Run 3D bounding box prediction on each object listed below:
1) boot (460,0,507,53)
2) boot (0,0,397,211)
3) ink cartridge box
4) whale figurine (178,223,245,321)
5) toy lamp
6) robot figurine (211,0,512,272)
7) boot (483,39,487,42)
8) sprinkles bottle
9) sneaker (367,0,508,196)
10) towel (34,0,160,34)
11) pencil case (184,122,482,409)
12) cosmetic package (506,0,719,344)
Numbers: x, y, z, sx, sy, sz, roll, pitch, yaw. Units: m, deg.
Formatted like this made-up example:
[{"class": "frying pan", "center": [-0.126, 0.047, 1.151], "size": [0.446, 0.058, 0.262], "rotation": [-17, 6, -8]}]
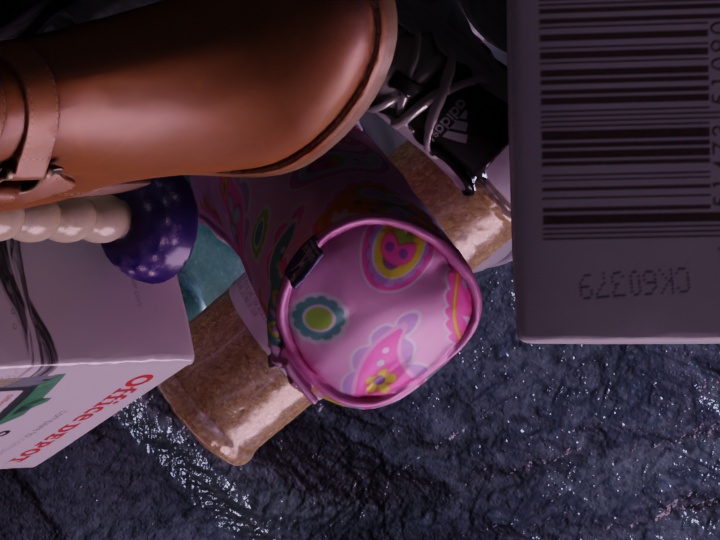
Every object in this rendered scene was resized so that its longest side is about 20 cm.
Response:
[{"class": "boot", "center": [0.086, -0.155, 1.331], "size": [0.188, 0.069, 0.200], "rotation": [-16, -154, -27]}, {"class": "boot", "center": [-0.100, -0.067, 0.987], "size": [0.200, 0.077, 0.155], "rotation": [-12, 174, 41]}, {"class": "ink cartridge box", "center": [-0.192, 0.030, 1.201], "size": [0.200, 0.084, 0.146], "rotation": [-1, 158, -39]}, {"class": "whale figurine", "center": [-0.086, -0.008, 1.373], "size": [0.159, 0.200, 0.104], "rotation": [-115, -132, -73]}, {"class": "toy lamp", "center": [-0.155, -0.022, 1.106], "size": [0.200, 0.058, 0.058], "rotation": [4, 151, -46]}, {"class": "robot figurine", "center": [0.022, -0.049, 1.352], "size": [0.200, 0.113, 0.170], "rotation": [-14, 125, -42]}, {"class": "boot", "center": [0.029, -0.109, 1.550], "size": [0.166, 0.072, 0.200], "rotation": [-39, -160, 29]}, {"class": "sprinkles bottle", "center": [0.000, 0.000, 1.244], "size": [0.200, 0.068, 0.068], "rotation": [-40, 176, 8]}, {"class": "sneaker", "center": [0.011, -0.092, 1.107], "size": [0.076, 0.115, 0.200], "rotation": [-54, 155, 10]}, {"class": "towel", "center": [-0.082, -0.093, 1.217], "size": [0.200, 0.048, 0.171], "rotation": [-30, 178, -37]}, {"class": "pencil case", "center": [-0.019, -0.018, 1.129], "size": [0.087, 0.088, 0.200], "rotation": [-31, -152, 0]}, {"class": "cosmetic package", "center": [0.148, -0.058, 1.085], "size": [0.165, 0.165, 0.200], "rotation": [-1, -177, 10]}]
